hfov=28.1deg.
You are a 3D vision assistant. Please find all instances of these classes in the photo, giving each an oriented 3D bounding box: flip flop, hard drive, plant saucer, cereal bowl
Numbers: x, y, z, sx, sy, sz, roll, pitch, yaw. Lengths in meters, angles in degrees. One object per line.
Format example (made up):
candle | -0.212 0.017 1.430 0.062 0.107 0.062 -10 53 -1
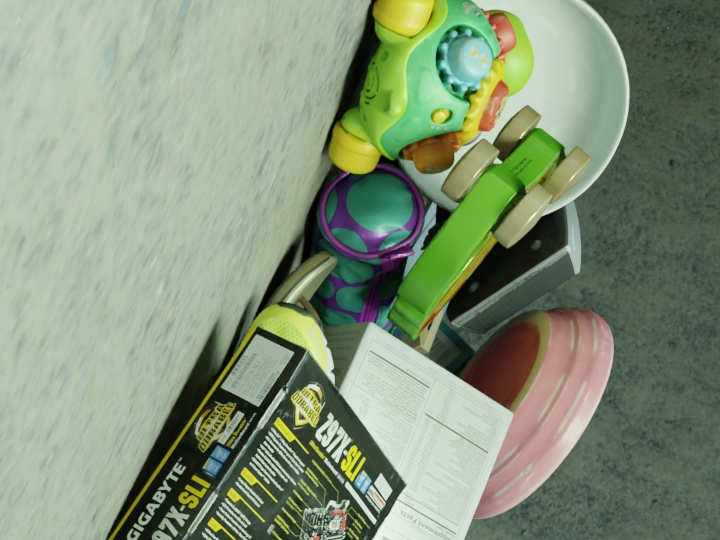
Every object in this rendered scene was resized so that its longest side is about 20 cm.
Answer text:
flip flop | -0.060 0.080 1.054 0.081 0.057 0.201 72 41 -82
hard drive | 0.129 -0.034 1.252 0.135 0.042 0.200 -35 -152 21
plant saucer | 0.125 0.108 1.196 0.201 0.051 0.201 -49 -165 18
cereal bowl | 0.115 -0.145 1.177 0.083 0.199 0.201 -97 -154 -68

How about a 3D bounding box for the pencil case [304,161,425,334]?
pencil case | 0.000 0.000 1.149 0.200 0.085 0.093 101 -31 -61

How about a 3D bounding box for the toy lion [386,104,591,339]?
toy lion | 0.078 -0.020 1.062 0.192 0.069 0.200 -53 174 25

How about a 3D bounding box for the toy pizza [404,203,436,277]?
toy pizza | 0.080 -0.077 1.457 0.200 0.032 0.201 -15 112 -42

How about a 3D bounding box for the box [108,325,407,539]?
box | -0.057 0.154 0.917 0.160 0.049 0.200 -58 146 -18

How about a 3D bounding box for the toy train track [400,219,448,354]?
toy train track | 0.071 -0.016 1.224 0.114 0.033 0.201 -20 -143 46

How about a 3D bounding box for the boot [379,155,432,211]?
boot | 0.043 -0.115 1.291 0.200 0.070 0.147 67 37 -75

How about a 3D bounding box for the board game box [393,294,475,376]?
board game box | 0.027 0.073 1.363 0.047 0.151 0.200 -39 165 -20

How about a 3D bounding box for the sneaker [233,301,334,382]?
sneaker | -0.078 0.118 0.964 0.090 0.078 0.201 -5 115 -73

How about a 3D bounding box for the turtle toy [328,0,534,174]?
turtle toy | 0.062 -0.143 1.034 0.200 0.101 0.146 -49 162 -57

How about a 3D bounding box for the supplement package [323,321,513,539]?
supplement package | -0.012 0.166 1.115 0.152 0.150 0.201 -10 -129 59

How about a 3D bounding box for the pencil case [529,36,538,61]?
pencil case | 0.139 -0.211 1.243 0.086 0.084 0.201 -59 138 -51
